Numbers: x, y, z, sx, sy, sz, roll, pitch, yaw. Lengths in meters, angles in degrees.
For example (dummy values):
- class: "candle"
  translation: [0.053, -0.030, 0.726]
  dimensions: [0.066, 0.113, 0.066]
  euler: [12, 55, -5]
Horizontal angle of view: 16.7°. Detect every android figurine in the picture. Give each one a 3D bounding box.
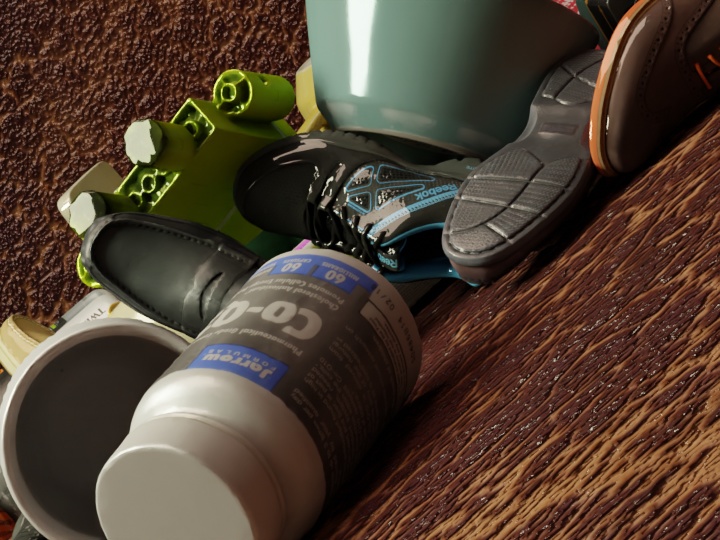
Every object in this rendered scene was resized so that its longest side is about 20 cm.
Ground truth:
- class: "android figurine"
  translation: [-0.108, -0.055, 1.617]
  dimensions: [0.182, 0.041, 0.200]
  euler: [-51, -22, 19]

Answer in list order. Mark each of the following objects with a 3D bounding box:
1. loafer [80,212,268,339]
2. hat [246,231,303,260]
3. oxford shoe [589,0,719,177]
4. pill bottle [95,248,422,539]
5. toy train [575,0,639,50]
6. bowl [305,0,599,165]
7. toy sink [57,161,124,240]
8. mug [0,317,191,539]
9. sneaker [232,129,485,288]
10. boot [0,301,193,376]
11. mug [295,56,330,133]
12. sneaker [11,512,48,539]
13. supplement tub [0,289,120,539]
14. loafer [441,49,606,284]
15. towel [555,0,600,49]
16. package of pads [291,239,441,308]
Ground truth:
- class: "loafer"
  translation: [-0.078, 0.017, 1.519]
  dimensions: [0.070, 0.200, 0.068]
  euler: [-163, 97, -82]
- class: "hat"
  translation: [-0.124, 0.053, 1.795]
  dimensions: [0.165, 0.201, 0.176]
  euler: [-4, 31, 15]
- class: "oxford shoe"
  translation: [0.207, -0.139, 1.489]
  dimensions: [0.072, 0.071, 0.201]
  euler: [21, 74, 38]
- class: "pill bottle"
  translation: [-0.054, 0.081, 1.315]
  dimensions: [0.114, 0.114, 0.200]
  euler: [-34, 10, 37]
- class: "toy train"
  translation: [0.233, -0.205, 1.613]
  dimensions: [0.200, 0.085, 0.114]
  euler: [-41, 21, -14]
- class: "bowl"
  translation: [0.048, -0.127, 1.609]
  dimensions: [0.201, 0.200, 0.106]
  euler: [172, 113, -76]
- class: "toy sink"
  translation: [-0.125, -0.025, 1.952]
  dimensions: [0.112, 0.200, 0.130]
  euler: [-38, 7, 16]
- class: "mug"
  translation: [-0.135, 0.099, 1.585]
  dimensions: [0.199, 0.149, 0.175]
  euler: [-10, 2, -9]
- class: "sneaker"
  translation: [0.007, -0.037, 1.557]
  dimensions: [0.199, 0.074, 0.082]
  euler: [5, 40, 19]
- class: "boot"
  translation: [-0.169, 0.036, 1.751]
  dimensions: [0.073, 0.200, 0.156]
  euler: [10, -73, -51]
- class: "mug"
  translation: [0.025, -0.120, 1.953]
  dimensions: [0.149, 0.153, 0.187]
  euler: [-37, 8, 17]
- class: "sneaker"
  translation: [-0.210, 0.202, 1.608]
  dimensions: [0.104, 0.060, 0.200]
  euler: [-33, 15, 49]
- class: "supplement tub"
  translation: [-0.249, 0.121, 2.012]
  dimensions: [0.200, 0.123, 0.123]
  euler: [-41, 8, -10]
- class: "loafer"
  translation: [0.117, -0.054, 1.510]
  dimensions: [0.072, 0.063, 0.200]
  euler: [11, 48, 30]
- class: "towel"
  translation: [0.163, -0.157, 1.704]
  dimensions: [0.145, 0.023, 0.199]
  euler: [-46, 33, -24]
- class: "package of pads"
  translation: [0.000, 0.000, 1.703]
  dimensions: [0.154, 0.068, 0.200]
  euler: [-42, 9, -8]
